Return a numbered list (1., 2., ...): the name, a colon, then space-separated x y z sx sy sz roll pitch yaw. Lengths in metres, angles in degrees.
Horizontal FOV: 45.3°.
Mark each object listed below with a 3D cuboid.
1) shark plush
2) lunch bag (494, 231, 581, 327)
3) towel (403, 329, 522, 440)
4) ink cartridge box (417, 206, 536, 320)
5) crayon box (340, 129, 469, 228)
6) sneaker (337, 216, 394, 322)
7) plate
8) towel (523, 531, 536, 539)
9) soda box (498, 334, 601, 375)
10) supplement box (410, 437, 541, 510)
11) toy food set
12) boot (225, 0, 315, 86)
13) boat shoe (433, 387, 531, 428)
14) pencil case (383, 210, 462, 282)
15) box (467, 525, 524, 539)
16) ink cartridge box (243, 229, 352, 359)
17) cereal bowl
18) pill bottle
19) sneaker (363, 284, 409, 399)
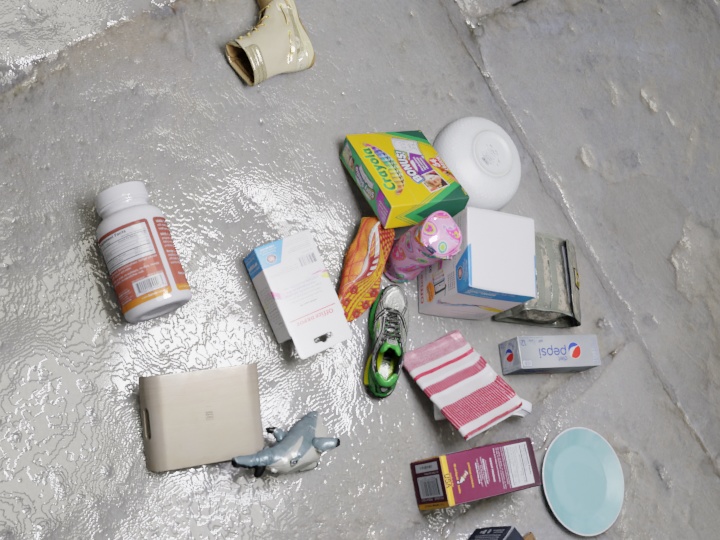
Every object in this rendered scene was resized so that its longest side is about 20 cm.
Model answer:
1. shark plush: -0.128 0.289 1.395 0.197 0.091 0.084 -17 66 -34
2. lunch bag: 0.362 0.020 1.701 0.196 0.117 0.168 8 71 -30
3. towel: 0.179 0.199 1.548 0.142 0.023 0.200 -21 52 -28
4. ink cartridge box: 0.208 -0.006 1.581 0.142 0.200 0.151 8 71 -21
5. crayon box: 0.079 -0.174 1.598 0.169 0.059 0.202 -8 49 -30
6. sneaker: 0.000 0.000 1.559 0.072 0.076 0.203 32 77 -35
7. plate: 0.426 0.407 1.667 0.196 0.026 0.205 8 70 -24
8. towel: 0.273 0.585 1.540 0.198 0.022 0.149 -28 89 -31
9. soda box: 0.371 0.165 1.687 0.196 0.068 0.065 1 73 -27
10. supplement box: 0.203 0.357 1.521 0.196 0.110 0.088 -5 76 -28
11. toy food set: -0.248 0.229 1.372 0.196 0.060 0.147 -5 88 -26
12. boot: -0.187 -0.447 1.589 0.154 0.072 0.203 -28 93 -33
13. boat shoe: 0.223 0.261 1.590 0.196 0.074 0.067 9 74 -13
14. pencil case: 0.106 -0.037 1.539 0.086 0.200 0.089 6 74 -22
15. box: 0.228 0.572 1.436 0.196 0.124 0.201 -41 94 -33
16. ink cartridge box: -0.107 0.047 1.483 0.114 0.068 0.203 -20 84 -30
17. cereal bowl: 0.245 -0.219 1.732 0.196 0.083 0.205 8 71 -25
18. pill bottle: -0.348 -0.030 1.361 0.110 0.112 0.204 -17 83 -29
19. sneaker: 0.056 0.121 1.527 0.076 0.085 0.204 9 70 -11
